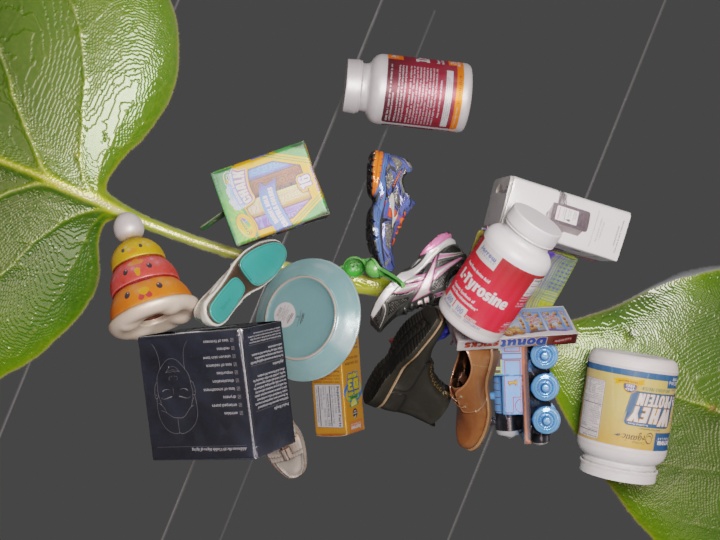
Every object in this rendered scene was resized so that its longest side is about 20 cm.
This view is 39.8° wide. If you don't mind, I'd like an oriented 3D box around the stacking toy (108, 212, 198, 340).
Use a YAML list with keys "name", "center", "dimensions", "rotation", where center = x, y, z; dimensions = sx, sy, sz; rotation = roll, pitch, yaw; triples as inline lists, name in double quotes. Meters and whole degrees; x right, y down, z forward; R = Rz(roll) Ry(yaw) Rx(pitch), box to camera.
- name: "stacking toy"
  center: [-0.355, -0.001, 1.590]
  dimensions: [0.146, 0.146, 0.200]
  rotation: [-22, 75, -3]

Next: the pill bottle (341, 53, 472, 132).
- name: "pill bottle"
  center: [0.074, -0.288, 1.605]
  dimensions: [0.200, 0.113, 0.113]
  rotation: [6, 90, -4]

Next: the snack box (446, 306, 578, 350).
- name: "snack box"
  center: [0.242, 0.092, 1.594]
  dimensions: [0.200, 0.072, 0.024]
  rotation: [-3, 127, -11]

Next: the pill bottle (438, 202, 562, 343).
- name: "pill bottle"
  center: [0.214, 0.002, 1.503]
  dimensions: [0.112, 0.112, 0.200]
  rotation: [30, 113, -3]

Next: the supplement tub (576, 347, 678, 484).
- name: "supplement tub"
  center: [0.431, 0.234, 1.617]
  dimensions: [0.144, 0.145, 0.200]
  rotation: [8, 90, -4]

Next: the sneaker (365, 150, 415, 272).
- name: "sneaker"
  center: [0.051, -0.096, 1.627]
  dimensions: [0.078, 0.075, 0.200]
  rotation: [1, 92, -7]

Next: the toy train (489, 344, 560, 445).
- name: "toy train"
  center: [0.267, 0.189, 1.640]
  dimensions: [0.114, 0.087, 0.200]
  rotation: [-2, 92, 5]

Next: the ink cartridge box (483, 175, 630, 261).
- name: "ink cartridge box"
  center: [0.310, -0.082, 1.606]
  dimensions: [0.200, 0.145, 0.084]
  rotation: [17, 90, -4]

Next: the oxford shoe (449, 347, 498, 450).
- name: "oxford shoe"
  center: [0.171, 0.203, 1.618]
  dimensions: [0.071, 0.071, 0.200]
  rotation: [-10, 111, -36]

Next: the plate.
- name: "plate"
  center: [-0.091, 0.077, 1.588]
  dimensions: [0.200, 0.026, 0.201]
  rotation: [-6, 77, 29]

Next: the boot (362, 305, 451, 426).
- name: "boot"
  center: [0.112, 0.157, 1.605]
  dimensions: [0.138, 0.078, 0.200]
  rotation: [24, 120, -21]

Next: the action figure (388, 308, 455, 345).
- name: "action figure"
  center: [0.146, 0.084, 1.644]
  dimensions: [0.200, 0.052, 0.065]
  rotation: [-34, 105, -5]

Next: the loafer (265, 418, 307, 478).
- name: "loafer"
  center: [-0.142, 0.249, 1.622]
  dimensions: [0.072, 0.063, 0.200]
  rotation: [-20, 92, -4]

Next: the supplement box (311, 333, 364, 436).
- name: "supplement box"
  center: [-0.039, 0.165, 1.616]
  dimensions: [0.069, 0.067, 0.200]
  rotation: [-2, 92, 30]

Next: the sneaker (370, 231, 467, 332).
- name: "sneaker"
  center: [0.100, 0.031, 1.619]
  dimensions: [0.086, 0.080, 0.200]
  rotation: [44, 89, 10]

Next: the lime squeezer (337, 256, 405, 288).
- name: "lime squeezer"
  center: [0.000, 0.000, 1.613]
  dimensions: [0.200, 0.071, 0.038]
  rotation: [3, 105, 33]

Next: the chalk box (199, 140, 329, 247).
- name: "chalk box"
  center: [-0.164, -0.112, 1.586]
  dimensions: [0.200, 0.125, 0.124]
  rotation: [-19, 92, -4]

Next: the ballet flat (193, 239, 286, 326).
- name: "ballet flat"
  center: [-0.199, 0.016, 1.601]
  dimensions: [0.069, 0.069, 0.200]
  rotation: [43, 54, -3]

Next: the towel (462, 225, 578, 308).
- name: "towel"
  center: [0.245, 0.015, 1.608]
  dimensions: [0.200, 0.023, 0.144]
  rotation: [16, 111, -24]

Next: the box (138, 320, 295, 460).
- name: "box"
  center: [-0.223, 0.186, 1.548]
  dimensions: [0.200, 0.124, 0.197]
  rotation: [-6, 90, 28]
